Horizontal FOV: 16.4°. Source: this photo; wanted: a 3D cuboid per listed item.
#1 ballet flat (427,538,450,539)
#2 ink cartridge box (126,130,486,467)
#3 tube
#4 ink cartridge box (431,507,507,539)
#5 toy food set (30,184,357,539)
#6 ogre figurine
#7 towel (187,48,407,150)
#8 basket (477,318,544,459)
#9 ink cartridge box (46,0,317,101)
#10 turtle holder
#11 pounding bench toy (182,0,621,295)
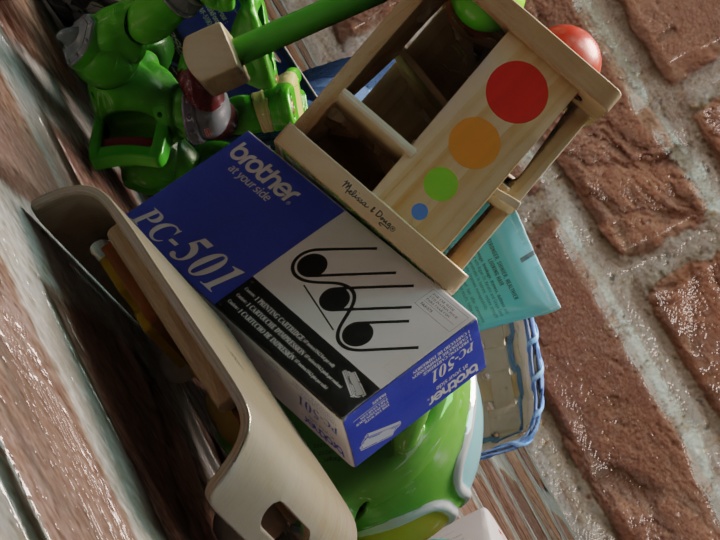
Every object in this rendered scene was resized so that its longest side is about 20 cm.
[{"bbox_3d":[0.046,0.231,1.353,0.200,0.068,0.072,85,19,-46],"label":"ballet flat"},{"bbox_3d":[-0.033,0.012,1.341,0.200,0.094,0.044,40,-23,36],"label":"ink cartridge box"},{"bbox_3d":[0.012,0.023,1.466,0.078,0.199,0.050,61,20,-22],"label":"tube"},{"bbox_3d":[0.085,0.252,1.576,0.146,0.084,0.200,59,6,-11],"label":"ink cartridge box"},{"bbox_3d":[-0.085,0.060,1.216,0.200,0.060,0.144,53,1,34],"label":"toy food set"},{"bbox_3d":[-0.101,-0.105,1.460,0.200,0.119,0.099,59,22,-68],"label":"ogre figurine"},{"bbox_3d":[-0.037,-0.100,1.640,0.200,0.111,0.049,-35,105,-58],"label":"towel"},{"bbox_3d":[0.051,0.055,1.676,0.200,0.138,0.177,71,10,-77],"label":"basket"},{"bbox_3d":[-0.120,-0.147,1.567,0.200,0.039,0.100,20,-28,46],"label":"ink cartridge box"},{"bbox_3d":[0.011,0.101,1.386,0.132,0.141,0.186,56,5,-48],"label":"turtle holder"},{"bbox_3d":[0.022,-0.110,1.362,0.200,0.156,0.124,40,-1,0],"label":"pounding bench toy"}]
